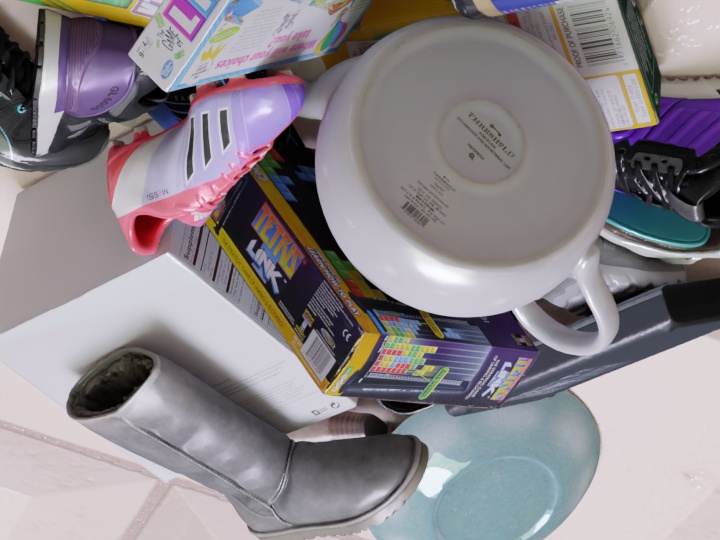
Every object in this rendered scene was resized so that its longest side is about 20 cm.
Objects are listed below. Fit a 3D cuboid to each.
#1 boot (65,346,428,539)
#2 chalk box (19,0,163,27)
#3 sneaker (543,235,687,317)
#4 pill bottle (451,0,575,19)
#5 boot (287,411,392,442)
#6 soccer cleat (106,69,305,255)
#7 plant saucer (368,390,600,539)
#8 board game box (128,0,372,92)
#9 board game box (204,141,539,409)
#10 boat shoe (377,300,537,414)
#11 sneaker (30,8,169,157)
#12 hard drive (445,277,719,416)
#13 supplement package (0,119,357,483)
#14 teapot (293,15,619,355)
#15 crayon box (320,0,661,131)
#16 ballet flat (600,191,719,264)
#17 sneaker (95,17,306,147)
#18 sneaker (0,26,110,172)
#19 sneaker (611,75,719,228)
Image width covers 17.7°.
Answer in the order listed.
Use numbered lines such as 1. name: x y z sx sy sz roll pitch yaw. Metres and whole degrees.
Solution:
1. boot: -0.077 0.112 1.602 0.181 0.073 0.200 -25 126 31
2. chalk box: -0.122 -0.228 1.370 0.199 0.125 0.125 11 142 -4
3. sneaker: 0.148 -0.019 1.621 0.199 0.083 0.075 8 158 -34
4. pill bottle: 0.145 -0.217 1.346 0.199 0.112 0.112 -9 138 20
5. boot: -0.024 0.167 1.894 0.145 0.071 0.200 -8 138 29
6. soccer cleat: -0.094 -0.069 1.447 0.066 0.077 0.200 -5 169 -39
7. plant saucer: 0.101 0.174 1.831 0.200 0.039 0.202 -10 130 -12
8. board game box: -0.037 -0.176 1.350 0.034 0.200 0.135 44 117 13
9. board game box: 0.000 0.000 1.508 0.165 0.200 0.057 6 127 -44
10. boat shoe: 0.077 0.040 1.717 0.073 0.063 0.201 27 136 -19
11. sneaker: -0.163 -0.112 1.461 0.087 0.076 0.200 3 175 -9
12. hard drive: 0.173 0.055 1.680 0.199 0.033 0.139 -24 169 34
13. supplement package: -0.127 0.019 1.654 0.191 0.148 0.200 -24 132 32
14. teapot: 0.059 -0.050 1.440 0.196 0.201 0.146 -1 160 -14
15. crayon box: 0.083 -0.140 1.499 0.199 0.052 0.126 -8 137 18
16. ballet flat: 0.243 -0.029 1.603 0.199 0.070 0.070 3 141 1
17. sneaker: -0.089 -0.116 1.545 0.078 0.070 0.200 -20 133 40
18. sneaker: -0.257 -0.129 1.555 0.199 0.076 0.079 22 137 -17
19. sneaker: 0.207 -0.071 1.522 0.199 0.100 0.070 -7 137 17
